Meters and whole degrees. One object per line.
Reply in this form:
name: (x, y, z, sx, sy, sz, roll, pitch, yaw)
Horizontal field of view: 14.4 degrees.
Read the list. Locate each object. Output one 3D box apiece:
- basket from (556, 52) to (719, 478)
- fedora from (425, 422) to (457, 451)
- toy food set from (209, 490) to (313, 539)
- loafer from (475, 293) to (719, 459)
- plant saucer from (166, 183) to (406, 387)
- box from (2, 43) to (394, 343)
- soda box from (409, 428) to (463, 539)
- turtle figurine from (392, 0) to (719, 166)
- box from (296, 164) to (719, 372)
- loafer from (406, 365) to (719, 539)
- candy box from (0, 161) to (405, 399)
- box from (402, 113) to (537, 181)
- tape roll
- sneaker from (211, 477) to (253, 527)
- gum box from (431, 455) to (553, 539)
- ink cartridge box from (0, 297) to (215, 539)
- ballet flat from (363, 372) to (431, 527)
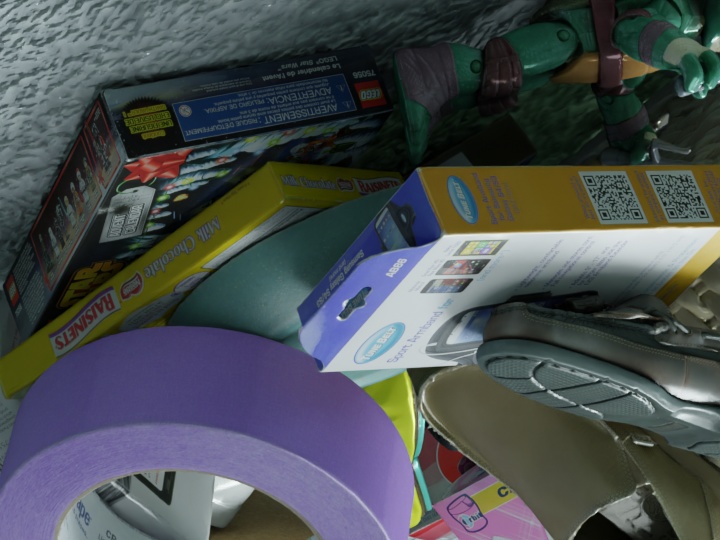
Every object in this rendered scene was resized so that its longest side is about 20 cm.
basket: (0.194, 0.022, 1.488, 0.198, 0.200, 0.161, -35, -162, 35)
fedora: (0.080, 0.044, 1.658, 0.200, 0.092, 0.201, -20, 161, -7)
toy food set: (-0.098, 0.159, 1.695, 0.198, 0.049, 0.200, 11, -167, 9)
loafer: (0.135, 0.041, 1.334, 0.200, 0.063, 0.072, 21, 161, -36)
plant saucer: (0.004, 0.017, 1.389, 0.200, 0.036, 0.200, -19, 160, -7)
box: (-0.081, -0.033, 1.359, 0.137, 0.040, 0.200, -12, 159, -25)
soda box: (0.114, 0.111, 1.913, 0.200, 0.070, 0.063, -29, 159, 18)
turtle figurine: (0.116, -0.093, 1.322, 0.200, 0.101, 0.150, -10, 159, 1)
box: (0.065, -0.001, 1.299, 0.200, 0.042, 0.119, 0, 147, -34)
loafer: (0.109, 0.095, 1.415, 0.200, 0.067, 0.076, 32, 126, -14)
candy box: (-0.076, 0.008, 1.373, 0.200, 0.026, 0.102, -34, 161, 32)
box: (0.000, 0.000, 1.495, 0.121, 0.032, 0.200, -32, 170, -40)
tape roll: (-0.076, 0.119, 1.378, 0.200, 0.066, 0.200, 4, 135, 4)
sneaker: (-0.102, 0.064, 1.578, 0.116, 0.074, 0.200, -47, 144, 10)
gum box: (0.148, 0.133, 1.699, 0.200, 0.114, 0.066, -32, -168, 36)
ink cartridge box: (-0.157, 0.119, 1.482, 0.116, 0.068, 0.200, -31, 122, 26)
ballet flat: (0.003, 0.094, 1.609, 0.067, 0.067, 0.200, -15, 148, -6)
